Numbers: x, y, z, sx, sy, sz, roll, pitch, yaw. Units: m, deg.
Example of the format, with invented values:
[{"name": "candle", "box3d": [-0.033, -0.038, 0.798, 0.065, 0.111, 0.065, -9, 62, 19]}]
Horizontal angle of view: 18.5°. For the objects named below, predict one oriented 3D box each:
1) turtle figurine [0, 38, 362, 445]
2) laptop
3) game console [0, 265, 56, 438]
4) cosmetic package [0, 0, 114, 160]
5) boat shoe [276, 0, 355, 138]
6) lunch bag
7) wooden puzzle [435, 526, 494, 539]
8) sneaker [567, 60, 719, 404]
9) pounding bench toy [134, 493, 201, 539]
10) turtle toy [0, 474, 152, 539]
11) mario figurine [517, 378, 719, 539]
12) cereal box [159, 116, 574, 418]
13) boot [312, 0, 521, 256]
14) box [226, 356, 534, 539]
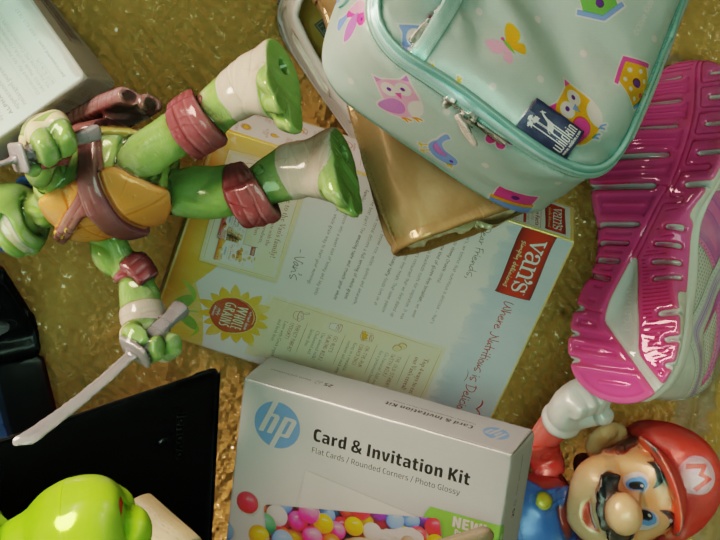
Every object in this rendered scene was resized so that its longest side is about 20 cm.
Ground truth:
[{"name": "turtle figurine", "box3d": [-0.107, -0.019, 1.072, 0.194, 0.200, 0.144, -21, 98, 17]}, {"name": "laptop", "box3d": [-0.194, 0.120, 1.201, 0.200, 0.116, 0.187, 20, 132, 16]}, {"name": "game console", "box3d": [-0.268, 0.088, 1.190, 0.200, 0.172, 0.119, -13, 73, -2]}, {"name": "cosmetic package", "box3d": [-0.238, -0.073, 1.162, 0.200, 0.113, 0.081, -36, 91, 3]}, {"name": "boat shoe", "box3d": [0.030, -0.081, 1.203, 0.071, 0.070, 0.200, -38, 99, 2]}, {"name": "lunch bag", "box3d": [0.076, -0.139, 1.089, 0.160, 0.077, 0.200, 35, 61, -17]}, {"name": "wooden puzzle", "box3d": [-0.017, 0.233, 1.133, 0.185, 0.046, 0.200, -12, 116, -31]}, {"name": "sneaker", "box3d": [0.172, -0.017, 1.225, 0.081, 0.088, 0.200, 9, 80, 33]}, {"name": "pounding bench toy", "box3d": [-0.115, 0.223, 1.176, 0.200, 0.124, 0.156, -50, 141, 8]}, {"name": "turtle toy", "box3d": [-0.182, 0.166, 1.064, 0.101, 0.146, 0.200, 30, 120, -22]}, {"name": "mario figurine", "box3d": [0.103, 0.137, 1.221, 0.200, 0.106, 0.123, -17, 137, 6]}, {"name": "cereal box", "box3d": [0.000, 0.000, 1.202, 0.200, 0.040, 0.144, 18, 125, -8]}, {"name": "boot", "box3d": [0.054, -0.122, 1.156, 0.175, 0.066, 0.200, -19, 80, -20]}, {"name": "box", "box3d": [0.003, 0.162, 1.206, 0.156, 0.041, 0.200, 15, 111, 18]}]
